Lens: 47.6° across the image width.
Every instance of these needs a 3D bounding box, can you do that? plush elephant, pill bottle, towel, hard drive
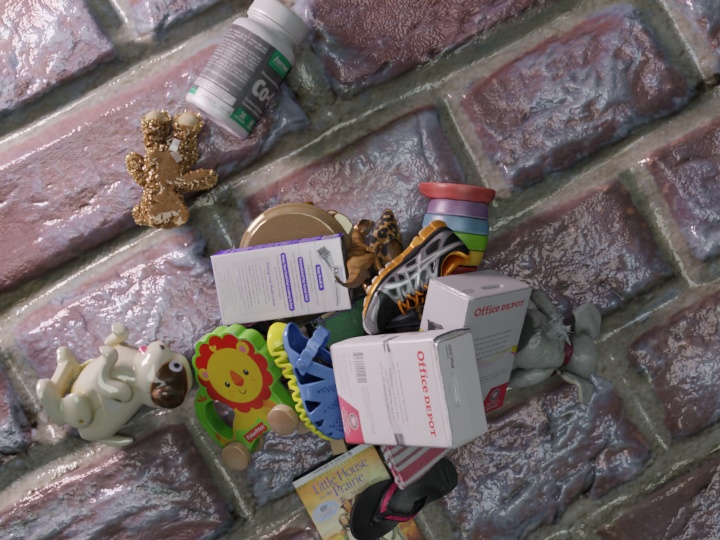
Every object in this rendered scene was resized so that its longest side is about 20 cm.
[{"bbox_3d":[0.296,0.121,1.267,0.154,0.200,0.166,29,71,-25],"label":"plush elephant"},{"bbox_3d":[-0.173,-0.317,1.268,0.113,0.113,0.201,32,89,-2],"label":"pill bottle"},{"bbox_3d":[0.071,0.213,1.262,0.146,0.030,0.201,-28,96,-36],"label":"towel"},{"bbox_3d":[0.009,0.145,1.277,0.139,0.038,0.201,-25,92,-37],"label":"hard drive"}]

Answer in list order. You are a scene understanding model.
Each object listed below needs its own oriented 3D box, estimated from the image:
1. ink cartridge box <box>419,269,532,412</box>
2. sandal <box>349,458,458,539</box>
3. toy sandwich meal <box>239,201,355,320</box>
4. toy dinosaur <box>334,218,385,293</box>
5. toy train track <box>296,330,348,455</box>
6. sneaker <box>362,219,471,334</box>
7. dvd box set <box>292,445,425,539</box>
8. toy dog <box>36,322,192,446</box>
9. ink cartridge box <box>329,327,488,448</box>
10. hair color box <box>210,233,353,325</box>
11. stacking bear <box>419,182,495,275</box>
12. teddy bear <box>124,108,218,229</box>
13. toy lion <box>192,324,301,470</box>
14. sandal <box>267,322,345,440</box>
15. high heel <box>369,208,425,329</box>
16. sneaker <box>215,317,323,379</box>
[{"bbox_3d":[0.155,0.109,1.179,0.147,0.085,0.201,-8,114,-43],"label":"ink cartridge box"},{"bbox_3d":[0.070,0.355,1.279,0.199,0.045,0.075,-25,90,-19],"label":"sandal"},{"bbox_3d":[-0.093,-0.020,1.296,0.204,0.070,0.207,1,99,3],"label":"toy sandwich meal"},{"bbox_3d":[0.000,0.000,1.202,0.106,0.200,0.060,37,120,-16],"label":"toy dinosaur"},{"bbox_3d":[-0.058,0.193,1.311,0.114,0.033,0.201,-18,84,10],"label":"toy train track"},{"bbox_3d":[0.079,0.017,1.178,0.077,0.078,0.200,37,81,25],"label":"sneaker"},{"bbox_3d":[0.000,0.389,1.310,0.146,0.029,0.201,-28,90,-4],"label":"dvd box set"},{"bbox_3d":[-0.354,0.179,1.239,0.199,0.140,0.195,-19,105,7],"label":"toy dog"},{"bbox_3d":[0.063,0.159,1.115,0.084,0.199,0.147,-11,91,-44],"label":"ink cartridge box"},{"bbox_3d":[-0.116,0.013,1.235,0.199,0.065,0.110,-7,98,6],"label":"hair color box"},{"bbox_3d":[0.145,-0.033,1.285,0.121,0.114,0.201,6,94,-2],"label":"stacking bear"},{"bbox_3d":[-0.302,-0.161,1.294,0.144,0.067,0.201,-13,84,-11],"label":"teddy bear"},{"bbox_3d":[-0.185,0.183,1.237,0.192,0.069,0.200,47,123,-3],"label":"toy lion"},{"bbox_3d":[-0.059,0.159,1.190,0.087,0.080,0.201,-20,107,23],"label":"sandal"},{"bbox_3d":[0.085,-0.009,1.260,0.142,0.071,0.201,-11,72,36],"label":"high heel"},{"bbox_3d":[-0.144,0.117,1.283,0.199,0.079,0.096,10,74,7],"label":"sneaker"}]
